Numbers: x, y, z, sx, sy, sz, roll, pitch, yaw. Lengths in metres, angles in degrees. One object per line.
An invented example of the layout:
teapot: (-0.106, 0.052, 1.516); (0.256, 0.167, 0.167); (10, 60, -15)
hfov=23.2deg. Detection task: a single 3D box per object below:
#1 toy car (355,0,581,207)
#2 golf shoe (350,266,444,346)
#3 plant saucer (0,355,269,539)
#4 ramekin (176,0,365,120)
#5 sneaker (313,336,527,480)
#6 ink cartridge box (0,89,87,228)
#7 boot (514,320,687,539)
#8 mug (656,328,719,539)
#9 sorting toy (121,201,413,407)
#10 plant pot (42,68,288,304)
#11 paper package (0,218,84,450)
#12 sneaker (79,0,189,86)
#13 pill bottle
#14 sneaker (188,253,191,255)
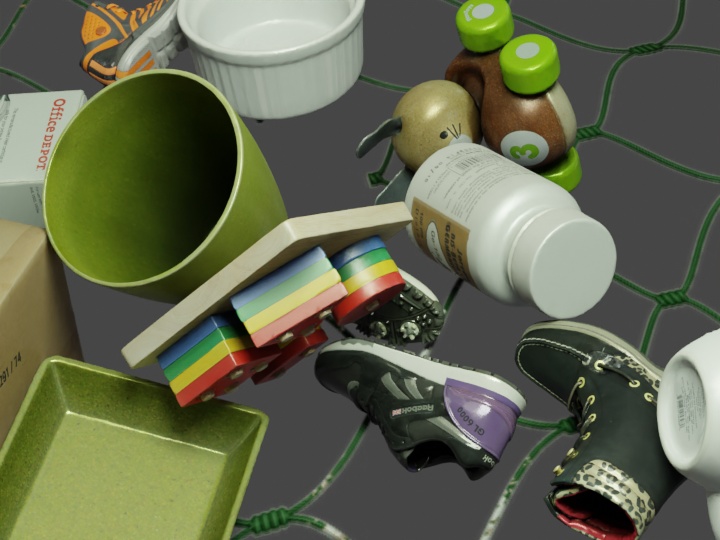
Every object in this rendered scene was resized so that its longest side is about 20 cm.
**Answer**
toy car: (0.090, -0.130, 1.668); (0.199, 0.165, 0.158); (-30, 45, -11)
golf shoe: (0.000, 0.000, 1.593); (0.199, 0.078, 0.088); (23, 39, 26)
plant saucer: (-0.193, 0.177, 1.417); (0.198, 0.048, 0.201); (15, 44, 3)
ramekin: (-0.089, -0.248, 1.861); (0.198, 0.098, 0.201); (-4, 41, 4)
sneaker: (0.033, 0.117, 1.459); (0.199, 0.076, 0.088); (11, 65, 35)
ink cartridge box: (-0.363, -0.096, 1.700); (0.198, 0.084, 0.147); (-3, 42, 6)
boot: (0.183, 0.127, 1.417); (0.203, 0.074, 0.154); (27, 46, 27)
mug: (0.321, 0.134, 1.331); (0.174, 0.202, 0.148); (2, -2, -15)
sorting toy: (-0.062, 0.032, 1.457); (0.070, 0.198, 0.200); (59, 28, 11)
plant pot: (-0.138, -0.045, 1.499); (0.186, 0.200, 0.189); (-9, 68, 22)
paper package: (-0.325, 0.081, 1.457); (0.103, 0.192, 0.201); (11, 45, 15)
sneaker: (-0.234, -0.280, 1.927); (0.111, 0.078, 0.200); (24, 54, 30)
pill bottle: (0.132, -0.032, 1.545); (0.114, 0.115, 0.200); (-25, 29, -19)
sneaker: (-0.196, -0.062, 1.665); (0.074, 0.088, 0.200); (1, 34, -38)
